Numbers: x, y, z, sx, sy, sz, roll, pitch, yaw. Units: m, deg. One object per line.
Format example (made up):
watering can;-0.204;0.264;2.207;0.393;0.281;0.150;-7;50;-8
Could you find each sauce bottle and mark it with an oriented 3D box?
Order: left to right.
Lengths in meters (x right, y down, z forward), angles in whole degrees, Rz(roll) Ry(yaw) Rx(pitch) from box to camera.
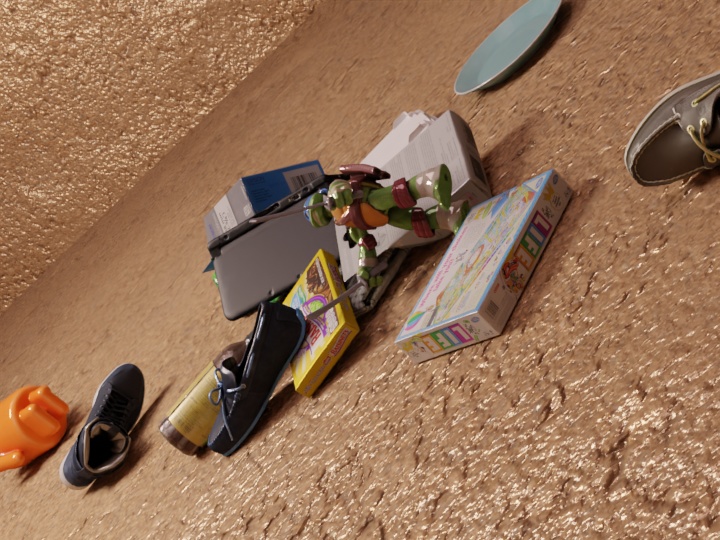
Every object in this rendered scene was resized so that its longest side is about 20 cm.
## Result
sauce bottle;-0.166;0.139;1.673;0.200;0.065;0.065;-48;17;3

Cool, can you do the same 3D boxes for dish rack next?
dish rack;0.035;-0.149;1.893;0.200;0.044;0.172;-45;17;4

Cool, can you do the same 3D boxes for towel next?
towel;0.000;0.000;1.672;0.192;0.034;0.201;-28;27;53

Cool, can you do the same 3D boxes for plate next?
plate;0.210;-0.310;1.863;0.200;0.026;0.201;-41;18;17

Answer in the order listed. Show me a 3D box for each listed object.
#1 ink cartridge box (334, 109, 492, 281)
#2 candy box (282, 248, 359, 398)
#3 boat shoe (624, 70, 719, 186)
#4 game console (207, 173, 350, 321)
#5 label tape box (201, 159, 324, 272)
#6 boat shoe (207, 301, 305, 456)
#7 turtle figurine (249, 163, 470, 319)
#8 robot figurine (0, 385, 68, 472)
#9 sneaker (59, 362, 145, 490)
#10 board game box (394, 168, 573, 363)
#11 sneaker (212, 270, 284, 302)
ink cartridge box;0.059;-0.082;1.615;0.200;0.057;0.163;-43;30;22
candy box;-0.053;0.059;1.587;0.103;0.026;0.200;-57;21;16
boat shoe;0.308;-0.129;1.134;0.201;0.072;0.060;-33;16;27
game console;-0.094;-0.033;1.804;0.198;0.117;0.176;-28;-3;17
label tape box;-0.151;-0.080;1.985;0.143;0.064;0.200;-17;-14;-37
boat shoe;-0.137;0.121;1.584;0.202;0.068;0.084;-62;20;9
turtle figurine;0.014;-0.039;1.480;0.192;0.146;0.200;-8;19;24
robot figurine;-0.582;0.271;2.301;0.199;0.116;0.146;-32;65;39
sneaker;-0.351;0.211;1.920;0.146;0.076;0.204;-39;24;61
board game box;0.125;-0.005;1.356;0.134;0.034;0.201;-24;28;52
sneaker;-0.151;0.009;1.908;0.199;0.085;0.078;-22;29;52
